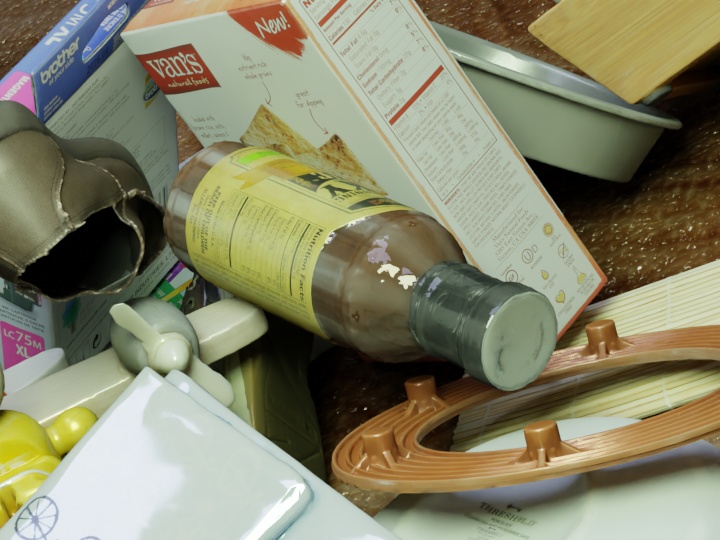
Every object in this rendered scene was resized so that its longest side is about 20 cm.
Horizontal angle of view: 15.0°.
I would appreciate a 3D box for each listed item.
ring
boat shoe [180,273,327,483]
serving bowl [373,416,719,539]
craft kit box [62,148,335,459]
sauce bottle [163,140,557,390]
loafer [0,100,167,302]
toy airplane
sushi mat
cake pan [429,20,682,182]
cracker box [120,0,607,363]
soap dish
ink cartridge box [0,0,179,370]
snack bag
[{"bbox_3d":[0.084,0.046,1.066,0.199,0.019,0.200,-13,9,2],"label":"ring"},{"bbox_3d":[-0.060,0.041,1.228,0.066,0.072,0.202,-25,47,19],"label":"boat shoe"},{"bbox_3d":[0.060,0.118,1.020,0.199,0.066,0.200,-23,27,13],"label":"serving bowl"},{"bbox_3d":[-0.101,0.021,1.371,0.197,0.049,0.200,-31,26,-11],"label":"craft kit box"},{"bbox_3d":[0.000,0.000,1.112,0.065,0.065,0.200,-40,40,-23],"label":"sauce bottle"},{"bbox_3d":[-0.124,-0.012,1.135,0.073,0.071,0.200,-41,-14,8],"label":"loafer"},{"bbox_3d":[-0.157,0.072,1.147,0.198,0.142,0.200,6,48,25],"label":"toy airplane"},{"bbox_3d":[0.133,0.029,1.167,0.199,0.012,0.096,-20,27,17],"label":"sushi mat"},{"bbox_3d":[0.053,-0.088,1.291,0.200,0.199,0.037,33,106,60],"label":"cake pan"},{"bbox_3d":[0.000,-0.050,1.196,0.058,0.200,0.134,-47,23,-27],"label":"cracker box"},{"bbox_3d":[0.189,-0.156,1.267,0.200,0.081,0.157,-36,-9,23],"label":"soap dish"},{"bbox_3d":[-0.128,-0.050,1.263,0.042,0.201,0.119,22,47,18],"label":"ink cartridge box"},{"bbox_3d":[-0.075,0.144,0.996,0.189,0.021,0.200,-47,49,-12],"label":"snack bag"}]
